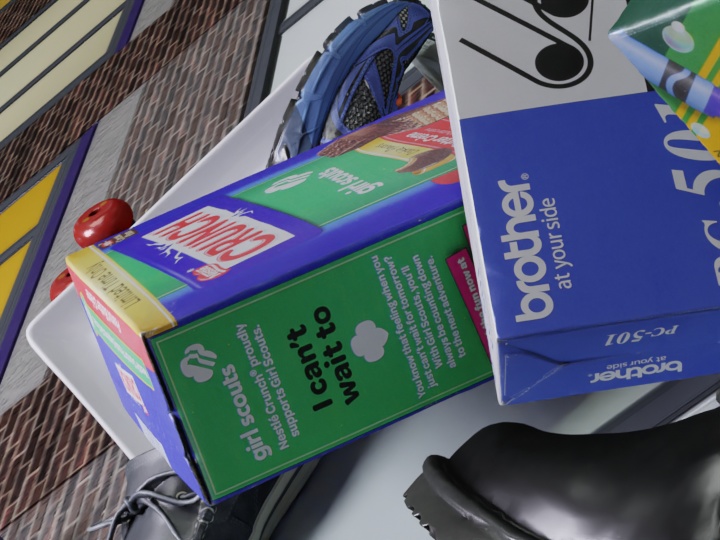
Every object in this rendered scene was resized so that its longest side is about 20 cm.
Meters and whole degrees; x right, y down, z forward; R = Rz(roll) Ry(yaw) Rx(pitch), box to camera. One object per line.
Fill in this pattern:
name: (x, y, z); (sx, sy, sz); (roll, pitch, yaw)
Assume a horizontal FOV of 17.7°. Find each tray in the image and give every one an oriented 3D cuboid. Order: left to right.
tray: (-0.055, 0.000, 1.107); (0.200, 0.107, 0.022); (-43, -15, 0)

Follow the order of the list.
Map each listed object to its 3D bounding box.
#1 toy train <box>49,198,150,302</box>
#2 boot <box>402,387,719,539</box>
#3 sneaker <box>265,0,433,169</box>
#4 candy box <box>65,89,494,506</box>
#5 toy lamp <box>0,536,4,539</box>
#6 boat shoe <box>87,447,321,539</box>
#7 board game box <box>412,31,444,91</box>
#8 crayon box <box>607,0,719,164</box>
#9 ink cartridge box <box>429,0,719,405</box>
toy train: (-0.083, -0.017, 1.219); (0.116, 0.085, 0.200); (-27, 22, 16)
boot: (0.114, 0.046, 0.636); (0.158, 0.079, 0.211); (-53, 30, -8)
sneaker: (-0.008, -0.034, 1.056); (0.075, 0.078, 0.200); (119, 175, -75)
candy box: (0.000, 0.000, 0.890); (0.200, 0.077, 0.169); (-25, 16, -11)
toy lamp: (-0.222, 0.200, 1.060); (0.058, 0.058, 0.200); (-24, 29, 46)
boat shoe: (-0.073, 0.103, 0.947); (0.075, 0.062, 0.200); (-21, 30, 46)
board game box: (0.126, -0.146, 1.079); (0.200, 0.064, 0.148); (-46, 19, -2)
crayon box: (0.182, -0.063, 0.664); (0.200, 0.126, 0.052); (-18, 32, 54)
ink cartridge box: (0.078, -0.054, 0.797); (0.094, 0.044, 0.200); (-8, 56, 1)
